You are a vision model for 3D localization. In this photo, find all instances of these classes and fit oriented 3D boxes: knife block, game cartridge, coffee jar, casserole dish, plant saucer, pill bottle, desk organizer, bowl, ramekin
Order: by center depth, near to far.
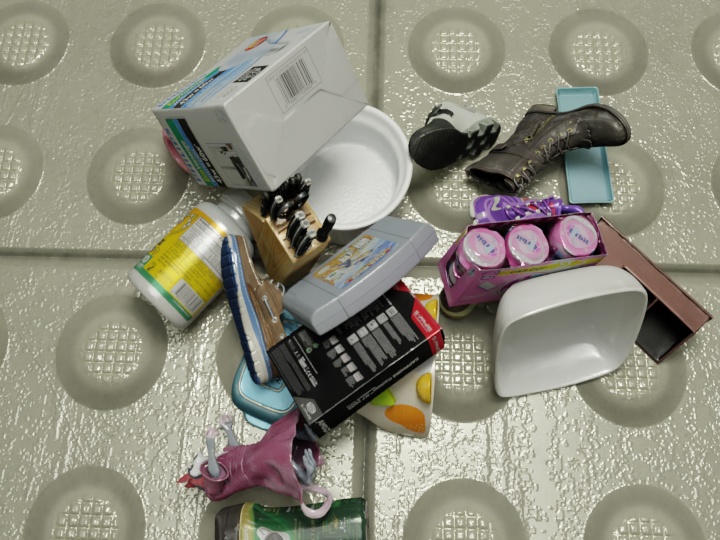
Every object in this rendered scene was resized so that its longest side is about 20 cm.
[{"bbox_3d":[-0.086,0.345,0.868,0.195,0.085,0.107,-2,82,0],"label":"coffee jar"},{"bbox_3d":[0.000,0.000,0.881,0.199,0.133,0.042,-38,108,-15],"label":"game cartridge"},{"bbox_3d":[0.262,0.072,0.908,0.196,0.202,0.076,-12,50,-3],"label":"bowl"},{"bbox_3d":[-0.080,-0.034,0.911,0.063,0.203,0.175,-31,39,-21],"label":"knife block"},{"bbox_3d":[-0.108,0.123,0.972,0.119,0.039,0.203,20,74,8],"label":"casserole dish"},{"bbox_3d":[0.383,0.029,0.976,0.077,0.072,0.200,-41,75,-10],"label":"desk organizer"},{"bbox_3d":[-0.224,-0.024,0.985,0.112,0.113,0.200,40,77,14],"label":"pill bottle"},{"bbox_3d":[-0.022,-0.138,1.028,0.196,0.098,0.205,0,72,1],"label":"ramekin"},{"bbox_3d":[0.349,-0.196,1.082,0.068,0.019,0.204,-1,72,1],"label":"plant saucer"}]

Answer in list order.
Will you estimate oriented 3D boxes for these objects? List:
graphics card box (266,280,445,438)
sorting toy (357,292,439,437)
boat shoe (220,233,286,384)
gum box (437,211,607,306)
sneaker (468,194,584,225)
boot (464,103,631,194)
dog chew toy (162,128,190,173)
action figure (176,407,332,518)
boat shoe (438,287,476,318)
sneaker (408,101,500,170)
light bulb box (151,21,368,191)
[{"bbox_3d":[-0.007,0.099,0.868,0.198,0.051,0.126,-35,56,-8],"label":"graphics card box"},{"bbox_3d":[0.014,0.111,0.939,0.176,0.107,0.204,4,71,5],"label":"sorting toy"},{"bbox_3d":[-0.137,0.046,0.933,0.071,0.072,0.204,-15,96,-24],"label":"boat shoe"},{"bbox_3d":[0.205,-0.014,0.909,0.196,0.114,0.067,-7,67,-17],"label":"gum box"},{"bbox_3d":[0.237,-0.081,0.970,0.196,0.083,0.082,-1,70,-31],"label":"sneaker"},{"bbox_3d":[0.272,-0.169,1.009,0.198,0.070,0.174,16,53,47],"label":"boot"},{"bbox_3d":[-0.205,-0.236,1.058,0.124,0.125,0.200,42,69,14],"label":"dog chew toy"},{"bbox_3d":[-0.140,0.253,0.884,0.197,0.134,0.151,-24,89,12],"label":"action figure"},{"bbox_3d":[0.179,-0.023,1.001,0.072,0.065,0.202,26,73,11],"label":"boat shoe"},{"bbox_3d":[0.122,-0.210,1.036,0.198,0.075,0.089,-19,57,-46],"label":"sneaker"},{"bbox_3d":[-0.134,-0.215,0.914,0.198,0.126,0.198,11,49,47],"label":"light bulb box"}]
